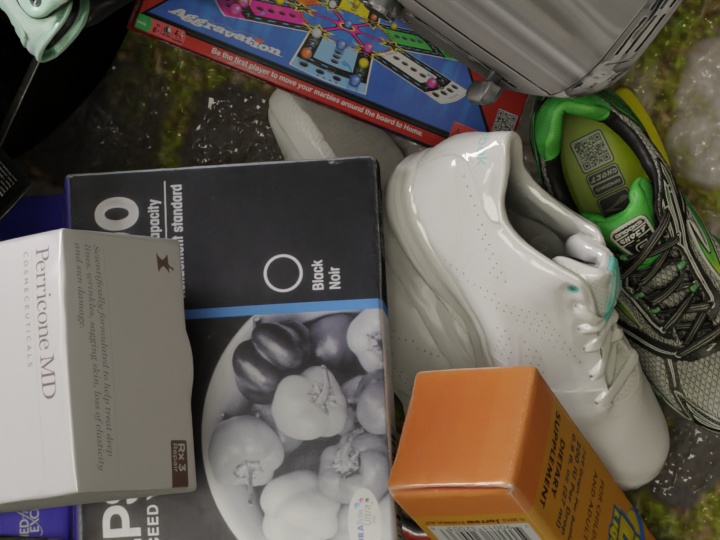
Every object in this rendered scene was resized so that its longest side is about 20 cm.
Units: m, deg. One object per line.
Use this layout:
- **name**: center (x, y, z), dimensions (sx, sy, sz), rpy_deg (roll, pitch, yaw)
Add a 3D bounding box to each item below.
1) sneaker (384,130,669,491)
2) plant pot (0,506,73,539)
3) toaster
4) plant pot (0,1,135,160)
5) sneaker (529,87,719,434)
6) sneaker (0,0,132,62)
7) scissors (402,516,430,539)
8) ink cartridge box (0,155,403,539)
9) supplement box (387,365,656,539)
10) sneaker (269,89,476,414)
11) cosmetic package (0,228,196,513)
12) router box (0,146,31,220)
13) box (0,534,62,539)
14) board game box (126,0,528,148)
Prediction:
- **sneaker**: center (0.096, 0.021, 0.862), dimensions (0.088, 0.075, 0.200), rpy_deg (-22, 112, 46)
- **plant pot**: center (-0.145, 0.158, 0.937), dimensions (0.200, 0.201, 0.161), rpy_deg (-13, 87, 16)
- **toaster**: center (0.091, -0.174, 0.848), dimensions (0.129, 0.114, 0.200), rpy_deg (39, 83, -23)
- **plant pot**: center (-0.188, -0.184, 0.913), dimensions (0.199, 0.177, 0.200), rpy_deg (31, 104, 9)
- **sneaker**: center (0.138, -0.003, 0.893), dimensions (0.078, 0.085, 0.200), rpy_deg (-34, 88, 16)
- **sneaker**: center (-0.177, -0.142, 0.782), dimensions (0.200, 0.074, 0.118), rpy_deg (-11, 87, 14)
- **scissors**: center (-0.028, 0.083, 0.985), dimensions (0.073, 0.014, 0.200), rpy_deg (-43, 86, 18)
- **ink cartridge box**: center (-0.084, 0.050, 0.843), dimensions (0.200, 0.043, 0.198), rpy_deg (-5, 78, 4)
- **supplement box**: center (0.088, 0.125, 0.865), dimensions (0.069, 0.200, 0.067), rpy_deg (-5, 52, 28)
- **sneaker**: center (0.000, 0.000, 0.935), dimensions (0.088, 0.075, 0.200), rpy_deg (-35, 88, 28)
- **cosmetic package**: center (-0.172, 0.053, 0.806), dimensions (0.200, 0.081, 0.113), rpy_deg (-13, 78, 34)
- **router box**: center (-0.258, -0.083, 0.814), dimensions (0.149, 0.051, 0.200), rpy_deg (-15, 119, 47)
- **box**: center (-0.190, 0.218, 0.817), dimensions (0.117, 0.060, 0.200), rpy_deg (-4, 87, 35)
- **board game box**: center (-0.003, -0.128, 0.886), dimensions (0.200, 0.019, 0.103), rpy_deg (20, 88, -21)
